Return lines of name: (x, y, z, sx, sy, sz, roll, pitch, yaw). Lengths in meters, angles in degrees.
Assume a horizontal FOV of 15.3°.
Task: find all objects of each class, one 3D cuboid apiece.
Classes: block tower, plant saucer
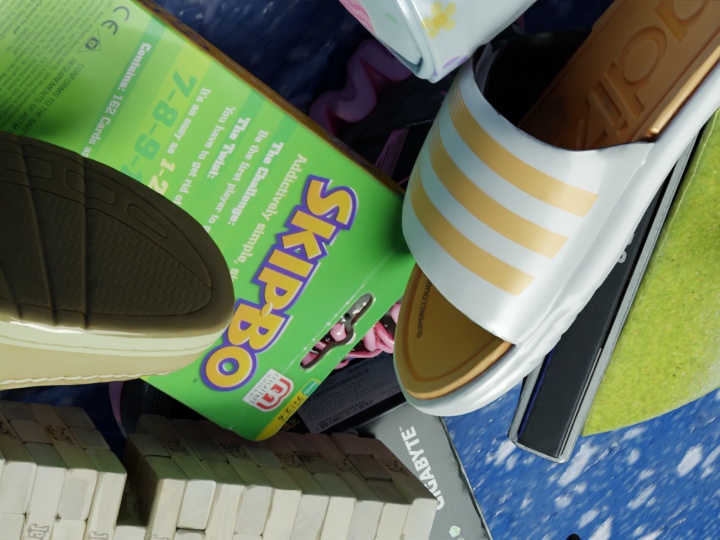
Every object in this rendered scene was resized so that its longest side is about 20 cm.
block tower: (-0.078, 0.078, 0.850, 0.199, 0.054, 0.058, 7, 108, -26)
plant saucer: (0.145, -0.063, 0.924, 0.200, 0.048, 0.201, -65, 175, -47)

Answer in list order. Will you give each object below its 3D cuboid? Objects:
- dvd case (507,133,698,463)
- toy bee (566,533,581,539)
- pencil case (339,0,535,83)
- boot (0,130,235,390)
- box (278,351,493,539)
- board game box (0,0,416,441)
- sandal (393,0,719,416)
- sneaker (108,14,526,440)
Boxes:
dvd case: (0.097, -0.043, 0.893, 0.150, 0.025, 0.201, -44, 156, -81)
toy bee: (-0.017, 0.119, 1.038, 0.199, 0.109, 0.131, 22, 101, -26)
pencil case: (0.066, -0.145, 0.783, 0.200, 0.083, 0.091, -39, 111, -6)
boot: (-0.146, 0.039, 0.739, 0.199, 0.073, 0.156, 2, 134, -23)
box: (-0.017, 0.149, 0.963, 0.158, 0.046, 0.201, -27, 116, -8)
board game box: (-0.063, -0.021, 0.800, 0.096, 0.030, 0.200, -47, 133, 8)
sandal: (0.059, -0.053, 0.791, 0.059, 0.079, 0.207, 27, 108, -32)
sneaker: (0.000, 0.000, 0.890, 0.200, 0.095, 0.079, -47, 154, 10)
